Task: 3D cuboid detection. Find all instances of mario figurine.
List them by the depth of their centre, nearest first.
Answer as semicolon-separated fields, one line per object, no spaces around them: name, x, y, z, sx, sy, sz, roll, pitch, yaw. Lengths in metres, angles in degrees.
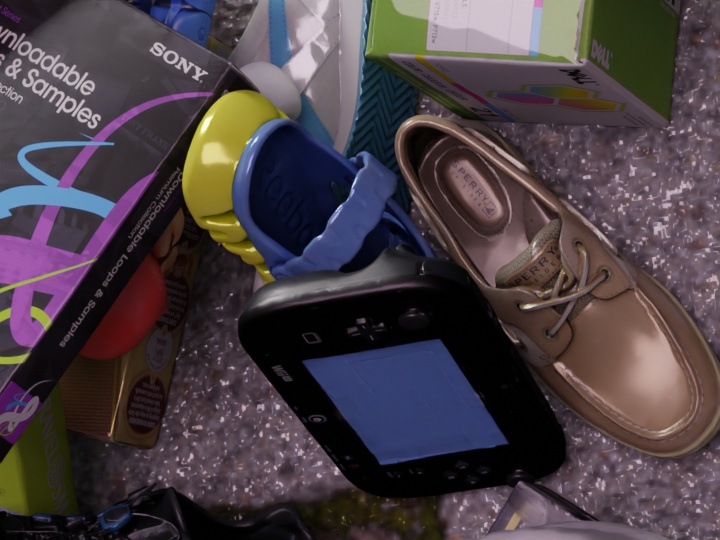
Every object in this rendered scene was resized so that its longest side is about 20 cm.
mario figurine;-0.100;-0.055;1.371;0.123;0.105;0.201;-9;67;65

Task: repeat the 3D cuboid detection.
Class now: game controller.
game controller;0.021;0.051;1.290;0.104;0.200;0.042;-17;58;11

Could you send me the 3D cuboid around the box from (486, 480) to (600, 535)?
box;0.089;0.220;1.315;0.161;0.049;0.201;31;93;20

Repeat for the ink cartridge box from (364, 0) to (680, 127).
ink cartridge box;0.121;-0.111;1.302;0.199;0.148;0.076;5;84;21

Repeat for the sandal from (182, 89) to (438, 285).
sandal;0.000;0.000;1.304;0.087;0.200;0.080;18;73;37

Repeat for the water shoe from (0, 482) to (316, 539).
water shoe;-0.113;0.125;1.337;0.079;0.199;0.072;-62;37;28

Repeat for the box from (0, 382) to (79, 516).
box;-0.195;0.089;1.395;0.121;0.201;0.048;17;44;23

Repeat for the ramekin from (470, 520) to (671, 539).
ramekin;0.081;0.202;1.243;0.199;0.098;0.202;-3;80;19

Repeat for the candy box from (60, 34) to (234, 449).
candy box;-0.137;-0.023;1.436;0.115;0.055;0.201;12;85;21

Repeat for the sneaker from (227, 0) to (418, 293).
sneaker;-0.024;-0.060;1.396;0.080;0.076;0.201;2;77;31

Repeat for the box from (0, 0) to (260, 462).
box;-0.156;-0.035;1.300;0.143;0.036;0.200;31;81;29

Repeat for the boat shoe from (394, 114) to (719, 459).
boat shoe;0.087;0.006;1.341;0.072;0.065;0.200;-43;69;9
